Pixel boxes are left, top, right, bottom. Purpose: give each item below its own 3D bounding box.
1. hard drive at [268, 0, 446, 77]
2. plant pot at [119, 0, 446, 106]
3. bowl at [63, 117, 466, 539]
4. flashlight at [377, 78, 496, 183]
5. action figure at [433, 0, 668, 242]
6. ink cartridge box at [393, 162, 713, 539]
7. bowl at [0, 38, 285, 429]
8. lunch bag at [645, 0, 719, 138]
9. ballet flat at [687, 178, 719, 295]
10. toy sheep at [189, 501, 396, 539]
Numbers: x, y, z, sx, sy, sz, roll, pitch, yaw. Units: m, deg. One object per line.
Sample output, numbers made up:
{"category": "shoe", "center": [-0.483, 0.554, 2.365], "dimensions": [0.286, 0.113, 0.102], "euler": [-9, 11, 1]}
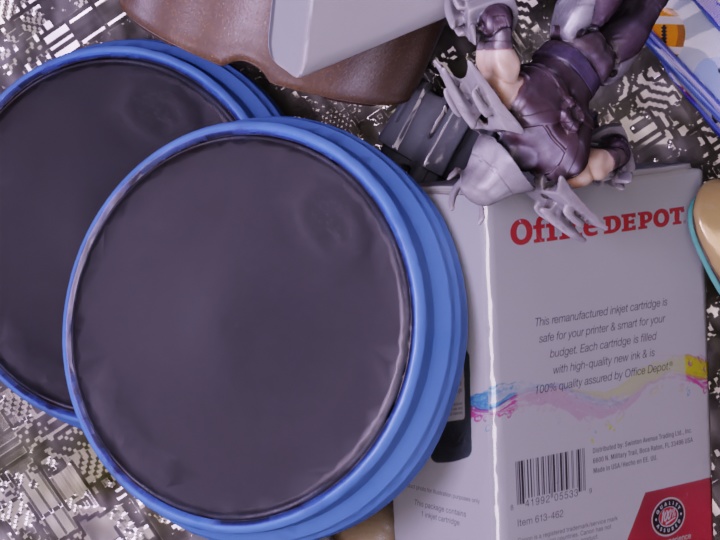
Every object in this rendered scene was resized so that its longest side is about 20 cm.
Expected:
{"category": "hard drive", "center": [0.048, -0.172, 1.034], "dimensions": [0.027, 0.200, 0.132], "euler": [39, 138, 32]}
{"category": "plant pot", "center": [-0.016, -0.195, 1.121], "dimensions": [0.200, 0.200, 0.198], "euler": [20, 106, 1]}
{"category": "bowl", "center": [-0.050, 0.027, 1.105], "dimensions": [0.201, 0.039, 0.201], "euler": [-3, 83, 25]}
{"category": "flashlight", "center": [0.000, 0.000, 1.202], "dimensions": [0.068, 0.068, 0.200], "euler": [31, 94, 34]}
{"category": "action figure", "center": [0.100, -0.101, 1.066], "dimensions": [0.200, 0.069, 0.130], "euler": [-52, 134, -14]}
{"category": "ink cartridge box", "center": [0.092, 0.051, 1.156], "dimensions": [0.146, 0.083, 0.200], "euler": [-7, 98, -37]}
{"category": "bowl", "center": [-0.118, -0.016, 1.185], "dimensions": [0.201, 0.039, 0.201], "euler": [0, 89, 21]}
{"category": "lunch bag", "center": [0.225, -0.121, 1.166], "dimensions": [0.160, 0.076, 0.200], "euler": [-42, 92, 10]}
{"category": "ballet flat", "center": [0.236, 0.026, 1.165], "dimensions": [0.063, 0.069, 0.200], "euler": [-17, 122, 42]}
{"category": "toy sheep", "center": [-0.052, 0.183, 1.192], "dimensions": [0.200, 0.138, 0.138], "euler": [-36, 93, 3]}
